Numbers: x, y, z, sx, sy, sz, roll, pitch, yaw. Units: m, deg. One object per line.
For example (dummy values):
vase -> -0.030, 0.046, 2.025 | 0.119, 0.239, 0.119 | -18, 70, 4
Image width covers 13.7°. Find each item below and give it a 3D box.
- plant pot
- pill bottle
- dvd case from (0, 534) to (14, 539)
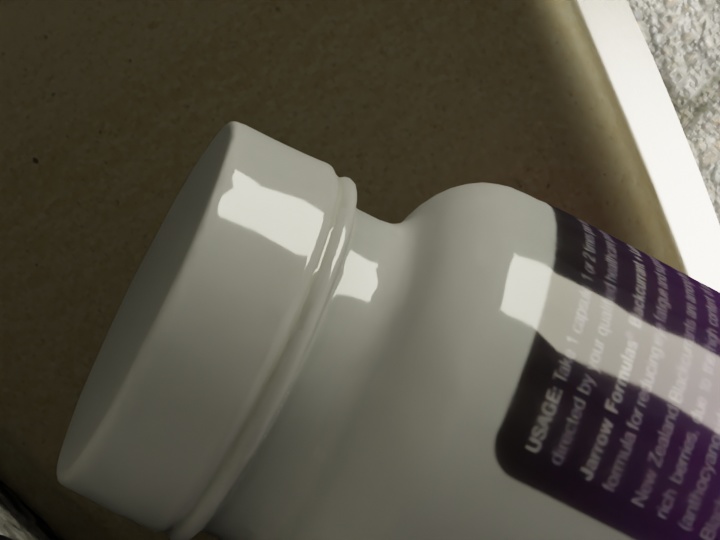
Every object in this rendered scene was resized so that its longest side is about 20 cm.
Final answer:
plant pot -> 0.000, 0.000, 0.768 | 0.177, 0.200, 0.200 | 56, 8, 11
pill bottle -> 0.043, 0.050, 0.623 | 0.199, 0.112, 0.111 | 27, 9, -10
dvd case -> 0.025, 0.113, 0.626 | 0.200, 0.016, 0.148 | 25, 2, -42
